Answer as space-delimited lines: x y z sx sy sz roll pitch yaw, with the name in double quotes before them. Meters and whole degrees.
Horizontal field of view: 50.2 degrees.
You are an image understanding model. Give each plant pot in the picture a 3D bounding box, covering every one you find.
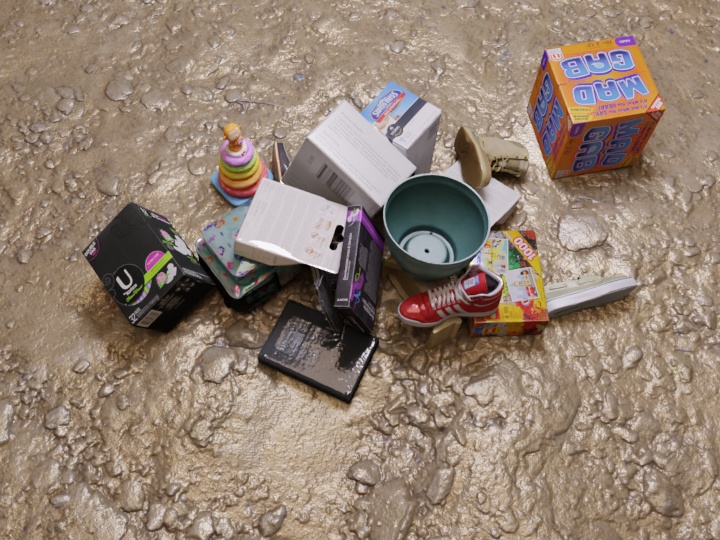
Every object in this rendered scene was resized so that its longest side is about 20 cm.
"plant pot" 0.134 -0.064 1.460 0.198 0.135 0.202 3 59 -5

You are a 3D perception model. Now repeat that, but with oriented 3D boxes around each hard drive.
"hard drive" -0.080 0.155 1.493 0.199 0.033 0.140 23 65 11

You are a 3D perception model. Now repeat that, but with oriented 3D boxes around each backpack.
"backpack" -0.211 -0.042 1.534 0.199 0.151 0.178 -32 66 -21

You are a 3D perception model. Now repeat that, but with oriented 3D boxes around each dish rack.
"dish rack" -0.029 0.014 1.484 0.054 0.154 0.201 -5 44 23

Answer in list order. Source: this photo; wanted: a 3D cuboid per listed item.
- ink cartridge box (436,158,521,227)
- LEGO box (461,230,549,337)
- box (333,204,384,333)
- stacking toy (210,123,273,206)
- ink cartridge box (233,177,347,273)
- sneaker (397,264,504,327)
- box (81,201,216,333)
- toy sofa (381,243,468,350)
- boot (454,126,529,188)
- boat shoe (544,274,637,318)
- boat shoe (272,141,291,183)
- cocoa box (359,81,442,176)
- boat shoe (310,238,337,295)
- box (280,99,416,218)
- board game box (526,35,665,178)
"ink cartridge box" 0.225 -0.141 1.601 0.162 0.050 0.200 34 47 15
"LEGO box" 0.283 0.026 1.538 0.147 0.077 0.202 -2 63 -2
"box" 0.000 0.000 1.440 0.036 0.143 0.202 -2 65 19
"stacking toy" -0.253 -0.237 1.595 0.116 0.200 0.110 -39 69 -19
"ink cartridge box" -0.120 -0.076 1.456 0.198 0.050 0.162 19 56 -2
"sneaker" 0.169 0.046 1.415 0.198 0.113 0.072 -8 62 -9
"box" -0.411 -0.004 1.495 0.148 0.124 0.200 -43 69 7
"toy sofa" 0.129 0.046 1.523 0.097 0.083 0.201 -26 66 -19
"boot" 0.290 -0.229 1.631 0.154 0.073 0.201 12 33 -15
"boat shoe" 0.453 0.038 1.538 0.198 0.072 0.062 -14 66 -5
"boat shoe" -0.147 -0.189 1.646 0.062 0.071 0.201 -10 66 -14
"cocoa box" 0.072 -0.263 1.613 0.131 0.200 0.134 34 66 15
"boat shoe" -0.079 -0.051 1.553 0.062 0.075 0.202 -13 85 -1
"box" -0.028 -0.194 1.544 0.199 0.200 0.131 43 62 -2
"board game box" 0.498 -0.350 1.661 0.198 0.200 0.201 -9 63 -5
